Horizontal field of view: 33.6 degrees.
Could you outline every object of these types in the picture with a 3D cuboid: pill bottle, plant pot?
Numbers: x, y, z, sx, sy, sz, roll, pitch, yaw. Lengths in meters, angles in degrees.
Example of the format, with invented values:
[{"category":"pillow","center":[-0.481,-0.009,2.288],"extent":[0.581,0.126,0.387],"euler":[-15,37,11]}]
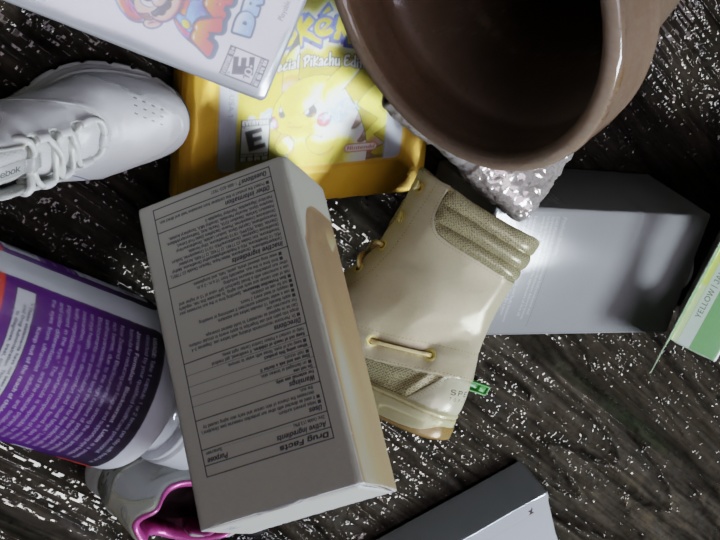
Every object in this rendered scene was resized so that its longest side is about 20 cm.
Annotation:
[{"category":"pill bottle","center":[-0.180,0.058,0.732],"extent":[0.200,0.111,0.112],"euler":[25,105,-36]},{"category":"plant pot","center":[0.108,-0.180,0.654],"extent":[0.174,0.200,0.201],"euler":[-34,131,-32]}]

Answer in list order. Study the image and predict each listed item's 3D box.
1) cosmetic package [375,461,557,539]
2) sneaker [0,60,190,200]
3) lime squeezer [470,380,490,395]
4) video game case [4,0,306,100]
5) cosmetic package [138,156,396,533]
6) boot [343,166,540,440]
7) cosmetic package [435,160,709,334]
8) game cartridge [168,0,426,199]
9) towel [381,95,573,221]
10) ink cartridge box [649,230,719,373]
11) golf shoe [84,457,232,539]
[{"category":"cosmetic package","center":[0.079,0.275,1.038],"extent":[0.200,0.052,0.151],"euler":[-26,129,-12]},{"category":"sneaker","center":[-0.189,-0.068,0.667],"extent":[0.200,0.087,0.075],"euler":[-11,122,-22]},{"category":"lime squeezer","center":[0.032,0.077,0.889],"extent":[0.200,0.071,0.038],"euler":[1,104,-61]},{"category":"video game case","center":[-0.096,-0.215,0.640],"extent":[0.182,0.024,0.200],"euler":[19,103,-25]},{"category":"cosmetic package","center":[-0.056,0.046,0.707],"extent":[0.105,0.200,0.071],"euler":[-18,162,15]},{"category":"boot","center":[0.000,0.000,0.776],"extent":[0.156,0.200,0.073],"euler":[-64,165,4]},{"category":"cosmetic package","center":[0.146,-0.015,0.879],"extent":[0.200,0.090,0.107],"euler":[1,117,-32]},{"category":"game cartridge","center":[-0.029,-0.138,0.744],"extent":[0.176,0.032,0.200],"euler":[-7,122,-24]},{"category":"towel","center":[0.114,-0.145,0.767],"extent":[0.132,0.034,0.200],"euler":[38,79,-24]},{"category":"ink cartridge box","center":[0.284,0.001,0.911],"extent":[0.146,0.048,0.200],"euler":[-67,168,20]},{"category":"golf shoe","center":[-0.094,0.161,0.854],"extent":[0.200,0.092,0.075],"euler":[3,115,-31]}]
